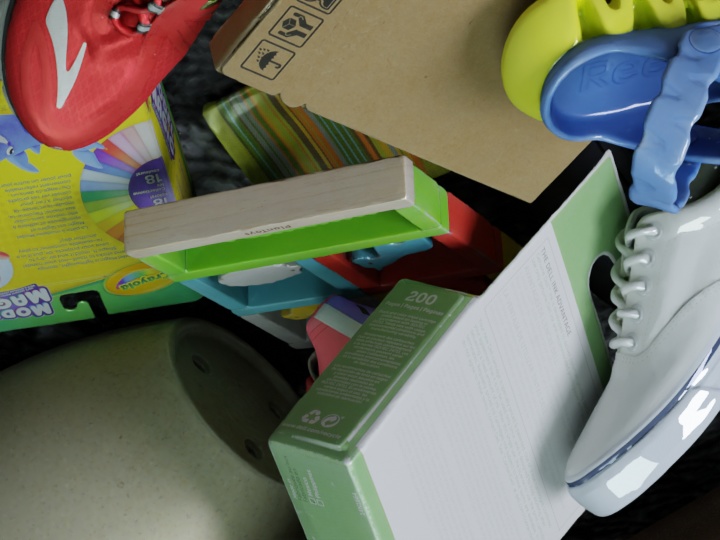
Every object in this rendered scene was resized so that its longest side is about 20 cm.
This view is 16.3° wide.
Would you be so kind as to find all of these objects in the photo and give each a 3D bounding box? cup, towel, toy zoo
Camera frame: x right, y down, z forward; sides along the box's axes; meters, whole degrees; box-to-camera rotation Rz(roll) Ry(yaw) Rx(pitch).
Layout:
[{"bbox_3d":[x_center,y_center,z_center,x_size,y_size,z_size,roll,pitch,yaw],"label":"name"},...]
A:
[{"bbox_3d":[-0.099,0.105,1.159,0.200,0.201,0.143,34,114,-30],"label":"cup"},{"bbox_3d":[0.036,-0.077,1.082,0.199,0.018,0.086,-22,132,21],"label":"towel"},{"bbox_3d":[0.000,0.000,1.107,0.130,0.021,0.200,-10,160,23],"label":"toy zoo"}]

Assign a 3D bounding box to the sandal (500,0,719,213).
[{"bbox_3d":[0.158,-0.072,0.948,0.199,0.087,0.080,-17,141,-7],"label":"sandal"}]

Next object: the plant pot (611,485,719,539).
[{"bbox_3d":[0.214,0.179,1.231,0.198,0.201,0.200,-39,124,23],"label":"plant pot"}]

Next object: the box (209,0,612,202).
[{"bbox_3d":[0.064,-0.119,0.948,0.163,0.021,0.200,21,127,-33],"label":"box"}]

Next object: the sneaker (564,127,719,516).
[{"bbox_3d":[0.135,0.007,1.067,0.071,0.201,0.073,35,172,-10],"label":"sneaker"}]

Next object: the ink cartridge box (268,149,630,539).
[{"bbox_3d":[0.054,0.061,1.062,0.048,0.200,0.146,12,137,36],"label":"ink cartridge box"}]

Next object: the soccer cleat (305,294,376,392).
[{"bbox_3d":[0.007,0.063,1.175,0.073,0.068,0.200,37,165,9],"label":"soccer cleat"}]

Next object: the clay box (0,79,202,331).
[{"bbox_3d":[-0.140,-0.060,1.079,0.114,0.048,0.201,-8,136,6],"label":"clay box"}]

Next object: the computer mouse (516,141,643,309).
[{"bbox_3d":[0.173,-0.009,1.129,0.140,0.046,0.200,-32,127,29],"label":"computer mouse"}]

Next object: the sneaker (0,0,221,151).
[{"bbox_3d":[-0.071,-0.125,0.947,0.077,0.085,0.200,32,105,-22],"label":"sneaker"}]
